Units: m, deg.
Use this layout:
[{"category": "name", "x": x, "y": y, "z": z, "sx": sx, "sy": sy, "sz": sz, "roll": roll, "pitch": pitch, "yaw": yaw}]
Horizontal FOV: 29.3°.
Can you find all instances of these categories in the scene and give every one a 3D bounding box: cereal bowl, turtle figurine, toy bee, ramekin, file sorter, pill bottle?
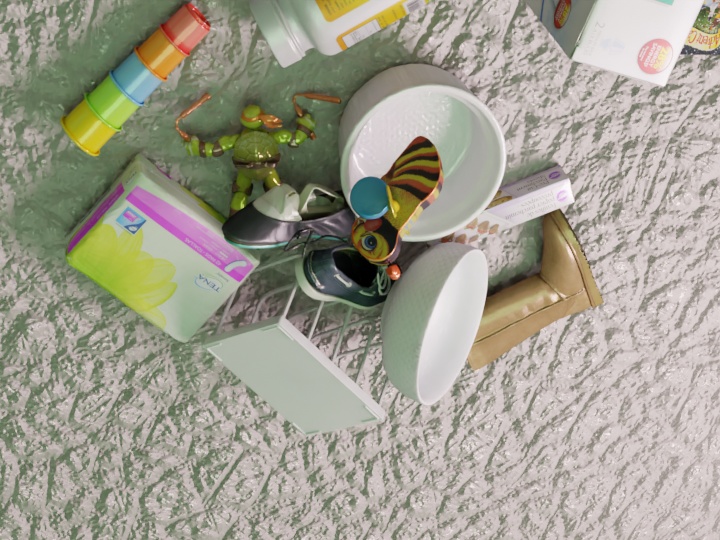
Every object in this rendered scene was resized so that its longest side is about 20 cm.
[{"category": "cereal bowl", "x": 0.080, "y": 0.058, "z": 1.696, "sx": 0.082, "sy": 0.200, "sz": 0.203, "roll": 18, "pitch": 123, "yaw": 21}, {"category": "turtle figurine", "x": -0.113, "y": -0.132, "z": 1.622, "sx": 0.197, "sy": 0.065, "sz": 0.163, "roll": -11, "pitch": 124, "yaw": -10}, {"category": "toy bee", "x": 0.029, "y": -0.050, "z": 1.560, "sx": 0.200, "sy": 0.131, "sz": 0.109, "roll": -44, "pitch": 76, "yaw": 22}, {"category": "ramekin", "x": 0.066, "y": -0.145, "z": 1.634, "sx": 0.197, "sy": 0.098, "sz": 0.203, "roll": -5, "pitch": 121, "yaw": -9}, {"category": "file sorter", "x": -0.067, "y": 0.091, "z": 1.711, "sx": 0.138, "sy": 0.126, "sz": 0.200, "roll": -17, "pitch": 131, "yaw": 40}, {"category": "pill bottle", "x": -0.018, "y": -0.307, "z": 1.511, "sx": 0.198, "sy": 0.112, "sz": 0.112, "roll": -28, "pitch": 122, "yaw": 6}]

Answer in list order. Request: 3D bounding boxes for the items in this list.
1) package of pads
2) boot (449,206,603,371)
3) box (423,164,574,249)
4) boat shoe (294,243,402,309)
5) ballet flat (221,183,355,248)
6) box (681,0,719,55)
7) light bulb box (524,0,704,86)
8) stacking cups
[{"category": "package of pads", "x": -0.240, "y": -0.020, "z": 1.661, "sx": 0.199, "sy": 0.068, "sz": 0.155, "roll": 37, "pitch": 107, "yaw": -28}, {"category": "boot", "x": 0.203, "y": 0.028, "z": 1.788, "sx": 0.198, "sy": 0.066, "sz": 0.176, "roll": -26, "pitch": 122, "yaw": 5}, {"category": "box", "x": 0.170, "y": -0.074, "z": 1.733, "sx": 0.197, "sy": 0.042, "sz": 0.039, "roll": -21, "pitch": 123, "yaw": 2}, {"category": "boat shoe", "x": 0.000, "y": 0.000, "z": 1.678, "sx": 0.061, "sy": 0.076, "sz": 0.199, "roll": -24, "pitch": 160, "yaw": 31}, {"category": "ballet flat", "x": -0.078, "y": -0.069, "z": 1.602, "sx": 0.198, "sy": 0.073, "sz": 0.074, "roll": -5, "pitch": 128, "yaw": -46}, {"category": "box", "x": 0.426, "y": -0.323, "z": 1.612, "sx": 0.197, "sy": 0.038, "sz": 0.138, "roll": -5, "pitch": 122, "yaw": -27}, {"category": "light bulb box", "x": 0.286, "y": -0.341, "z": 1.503, "sx": 0.123, "sy": 0.201, "sz": 0.200, "roll": 12, "pitch": 117, "yaw": -19}, {"category": "stacking cups", "x": -0.248, "y": -0.215, "z": 1.546, "sx": 0.199, "sy": 0.061, "sz": 0.060, "roll": -41, "pitch": 120, "yaw": 13}]
